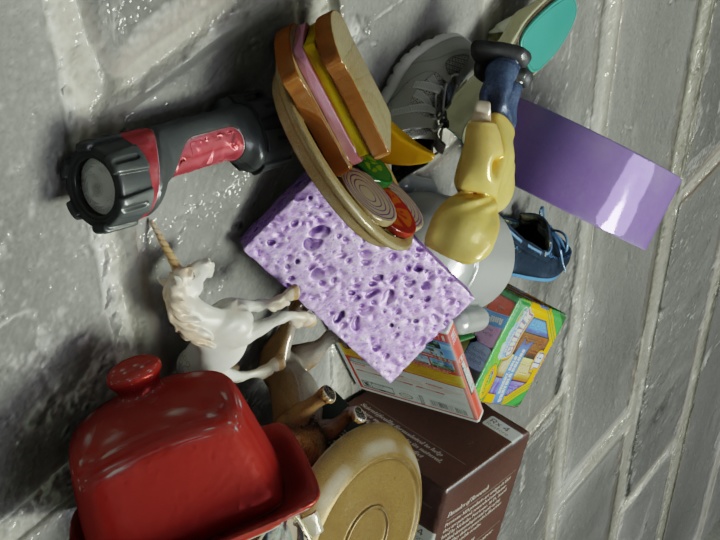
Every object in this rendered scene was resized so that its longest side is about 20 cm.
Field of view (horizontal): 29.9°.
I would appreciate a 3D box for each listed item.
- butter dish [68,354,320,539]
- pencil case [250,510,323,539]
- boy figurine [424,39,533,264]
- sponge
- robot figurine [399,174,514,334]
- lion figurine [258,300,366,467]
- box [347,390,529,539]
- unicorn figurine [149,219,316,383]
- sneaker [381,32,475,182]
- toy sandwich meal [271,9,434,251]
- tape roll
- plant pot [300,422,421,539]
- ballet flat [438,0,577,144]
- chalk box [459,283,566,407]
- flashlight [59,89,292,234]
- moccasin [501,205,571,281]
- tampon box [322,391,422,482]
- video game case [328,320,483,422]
[{"bbox_3d":[-0.153,0.136,1.047,0.198,0.200,0.149,-23,106,-6],"label":"butter dish"},{"bbox_3d":[-0.121,0.230,1.112,0.089,0.199,0.078,-27,106,-42],"label":"pencil case"},{"bbox_3d":[0.108,-0.097,1.200,0.124,0.064,0.201,61,43,-69],"label":"boy figurine"},{"bbox_3d":[0.000,0.000,1.180,0.112,0.030,0.200,-43,118,6],"label":"sponge"},{"bbox_3d":[0.078,-0.016,1.312,0.113,0.170,0.200,-32,163,23],"label":"robot figurine"},{"bbox_3d":[-0.061,0.113,1.223,0.072,0.201,0.122,32,126,-30],"label":"lion figurine"},{"bbox_3d":[0.058,0.246,1.493,0.164,0.165,0.201,-25,136,-46],"label":"box"},{"bbox_3d":[-0.112,0.048,1.116,0.137,0.074,0.201,-12,136,-33],"label":"unicorn figurine"},{"bbox_3d":[0.053,-0.131,1.224,0.200,0.082,0.075,-51,151,-20],"label":"sneaker"},{"bbox_3d":[0.001,-0.112,1.067,0.070,0.206,0.205,-31,157,16],"label":"toy sandwich meal"},{"bbox_3d":[0.229,-0.103,1.419,0.200,0.199,0.085,13,104,-61],"label":"tape roll"},{"bbox_3d":[-0.003,0.233,1.190,0.200,0.027,0.201,-27,126,-44],"label":"plant pot"},{"bbox_3d":[0.140,-0.206,1.324,0.200,0.069,0.070,-55,152,-23],"label":"ballet flat"},{"bbox_3d":[0.117,0.063,1.468,0.125,0.124,0.200,-62,153,4],"label":"chalk box"},{"bbox_3d":[-0.125,-0.081,0.994,0.199,0.068,0.068,-21,132,-49],"label":"flashlight"},{"bbox_3d":[0.199,-0.030,1.559,0.200,0.080,0.068,-6,132,-58],"label":"moccasin"},{"bbox_3d":[-0.068,0.244,1.287,0.200,0.126,0.150,-35,164,-39],"label":"tampon box"},{"bbox_3d":[0.041,0.085,1.344,0.018,0.142,0.200,-65,156,-24],"label":"video game case"}]
